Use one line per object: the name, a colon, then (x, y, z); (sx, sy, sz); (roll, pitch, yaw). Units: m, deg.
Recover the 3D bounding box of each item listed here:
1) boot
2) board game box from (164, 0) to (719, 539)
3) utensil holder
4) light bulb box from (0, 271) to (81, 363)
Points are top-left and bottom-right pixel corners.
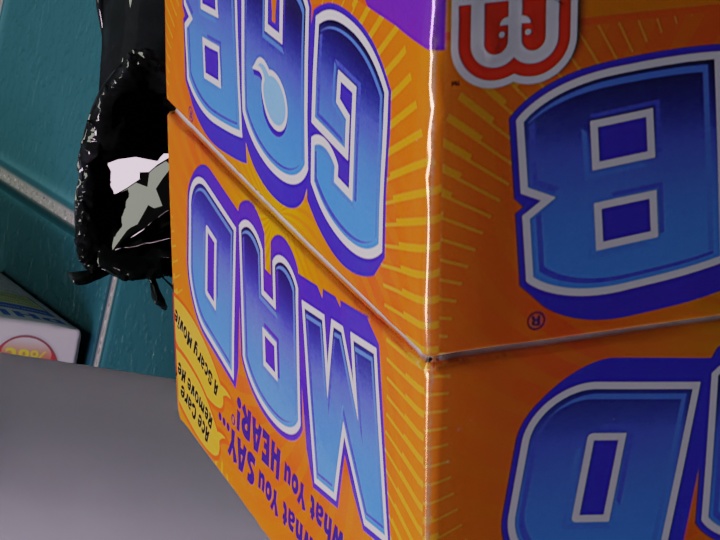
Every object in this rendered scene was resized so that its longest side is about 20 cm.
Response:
boot: (-0.100, -0.088, 1.185); (0.162, 0.073, 0.199); (-87, 1, -83)
board game box: (0.071, -0.026, 0.662); (0.200, 0.199, 0.201); (-136, 43, -61)
utensil holder: (-0.112, 0.124, 1.049); (0.170, 0.199, 0.171); (-36, 49, 56)
light bulb box: (-0.289, 0.061, 1.447); (0.200, 0.198, 0.125); (-154, 73, -65)
